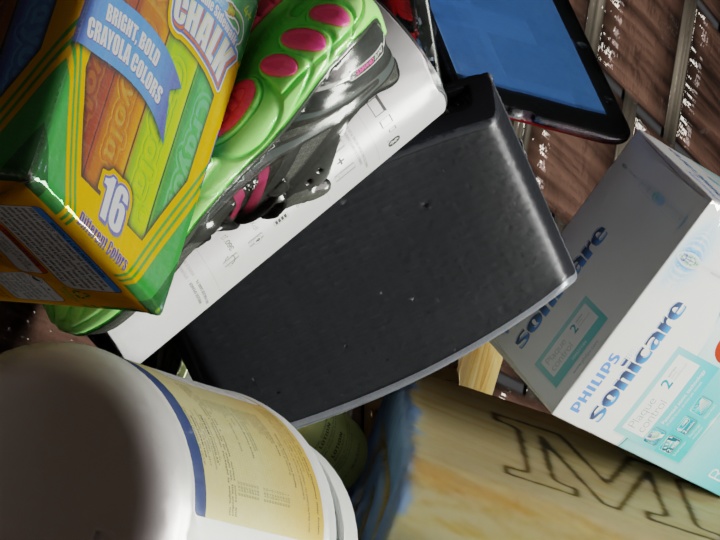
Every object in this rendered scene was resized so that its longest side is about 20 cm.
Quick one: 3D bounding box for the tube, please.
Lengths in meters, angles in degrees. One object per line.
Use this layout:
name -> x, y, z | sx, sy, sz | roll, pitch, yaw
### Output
tube -> -0.054, 0.074, 1.585 | 0.200, 0.052, 0.058 | 44, 21, -60

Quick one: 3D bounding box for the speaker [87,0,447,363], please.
speaker -> -0.059, -0.043, 1.360 | 0.200, 0.081, 0.081 | -40, 145, -11

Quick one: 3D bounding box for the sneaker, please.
sneaker -> -0.058, -0.039, 1.277 | 0.200, 0.077, 0.084 | -43, 135, 5

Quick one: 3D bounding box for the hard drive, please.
hard drive -> 0.000, 0.000, 1.461 | 0.042, 0.200, 0.135 | -119, -176, -68

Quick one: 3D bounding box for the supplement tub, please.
supplement tub -> -0.098, 0.117, 1.321 | 0.200, 0.144, 0.144 | 24, 73, -61

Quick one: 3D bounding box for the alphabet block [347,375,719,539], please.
alphabet block -> 0.085, 0.190, 1.633 | 0.196, 0.200, 0.195 | -90, -161, -74

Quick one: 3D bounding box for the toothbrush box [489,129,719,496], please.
toothbrush box -> 0.193, 0.033, 1.620 | 0.200, 0.085, 0.146 | 28, 104, -38

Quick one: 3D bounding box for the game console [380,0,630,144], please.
game console -> 0.062, -0.176, 1.600 | 0.200, 0.119, 0.172 | -109, -173, -53

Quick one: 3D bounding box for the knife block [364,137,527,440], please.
knife block -> 0.063, 0.018, 1.843 | 0.176, 0.064, 0.200 | -32, 126, -63

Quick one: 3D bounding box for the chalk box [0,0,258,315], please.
chalk box -> -0.130, -0.099, 1.213 | 0.125, 0.124, 0.200 | 48, 52, -54
